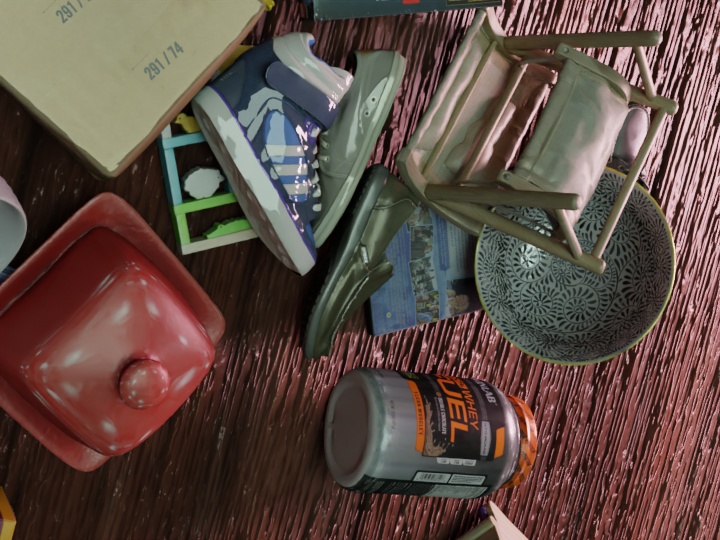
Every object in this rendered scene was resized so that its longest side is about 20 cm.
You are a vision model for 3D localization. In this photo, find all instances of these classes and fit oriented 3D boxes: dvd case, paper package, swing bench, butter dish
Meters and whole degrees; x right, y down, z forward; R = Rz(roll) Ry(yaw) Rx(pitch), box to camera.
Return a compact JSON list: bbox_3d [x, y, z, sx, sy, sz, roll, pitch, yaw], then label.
[{"bbox_3d":[0.091,-0.022,1.193,0.198,0.018,0.145,-12,106,-23],"label":"dvd case"},{"bbox_3d":[-0.213,-0.204,0.944,0.190,0.103,0.201,43,81,-19],"label":"paper package"},{"bbox_3d":[0.170,-0.133,1.104,0.200,0.198,0.130,-61,147,-17],"label":"swing bench"},{"bbox_3d":[-0.208,0.073,0.981,0.200,0.147,0.200,-45,125,-12],"label":"butter dish"}]

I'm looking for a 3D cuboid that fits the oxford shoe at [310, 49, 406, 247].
[{"bbox_3d":[-0.017,-0.120,1.093,0.057,0.075,0.202,21,92,-9],"label":"oxford shoe"}]

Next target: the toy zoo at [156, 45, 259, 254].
[{"bbox_3d":[-0.124,-0.127,1.062,0.130,0.020,0.203,-14,107,-23],"label":"toy zoo"}]

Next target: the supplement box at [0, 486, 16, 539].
[{"bbox_3d":[-0.405,0.236,0.963,0.198,0.085,0.112,13,95,-28],"label":"supplement box"}]

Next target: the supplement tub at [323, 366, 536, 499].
[{"bbox_3d":[0.072,0.167,1.165,0.198,0.122,0.124,8,97,-28],"label":"supplement tub"}]

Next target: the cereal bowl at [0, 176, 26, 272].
[{"bbox_3d":[-0.360,-0.030,0.865,0.199,0.201,0.084,-27,72,-19],"label":"cereal bowl"}]

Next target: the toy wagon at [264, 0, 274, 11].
[{"bbox_3d":[-0.024,-0.317,1.060,0.200,0.039,0.155,-46,116,-11],"label":"toy wagon"}]

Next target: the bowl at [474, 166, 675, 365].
[{"bbox_3d":[0.221,-0.001,1.180,0.198,0.094,0.204,-2,82,15],"label":"bowl"}]

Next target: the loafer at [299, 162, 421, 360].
[{"bbox_3d":[0.000,0.000,1.107,0.069,0.075,0.202,23,98,-11],"label":"loafer"}]

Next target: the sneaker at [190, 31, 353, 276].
[{"bbox_3d":[-0.049,-0.112,1.032,0.146,0.080,0.201,-36,116,-16],"label":"sneaker"}]

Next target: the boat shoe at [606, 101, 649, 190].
[{"bbox_3d":[0.284,-0.084,1.249,0.072,0.065,0.203,7,98,-28],"label":"boat shoe"}]

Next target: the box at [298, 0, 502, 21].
[{"bbox_3d":[0.035,-0.304,1.049,0.198,0.038,0.138,-10,105,-24],"label":"box"}]

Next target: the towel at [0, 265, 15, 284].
[{"bbox_3d":[-0.387,0.035,0.965,0.199,0.024,0.148,26,89,-29],"label":"towel"}]

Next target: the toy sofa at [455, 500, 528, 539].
[{"bbox_3d":[0.173,0.360,1.290,0.083,0.098,0.200,-37,117,13],"label":"toy sofa"}]
